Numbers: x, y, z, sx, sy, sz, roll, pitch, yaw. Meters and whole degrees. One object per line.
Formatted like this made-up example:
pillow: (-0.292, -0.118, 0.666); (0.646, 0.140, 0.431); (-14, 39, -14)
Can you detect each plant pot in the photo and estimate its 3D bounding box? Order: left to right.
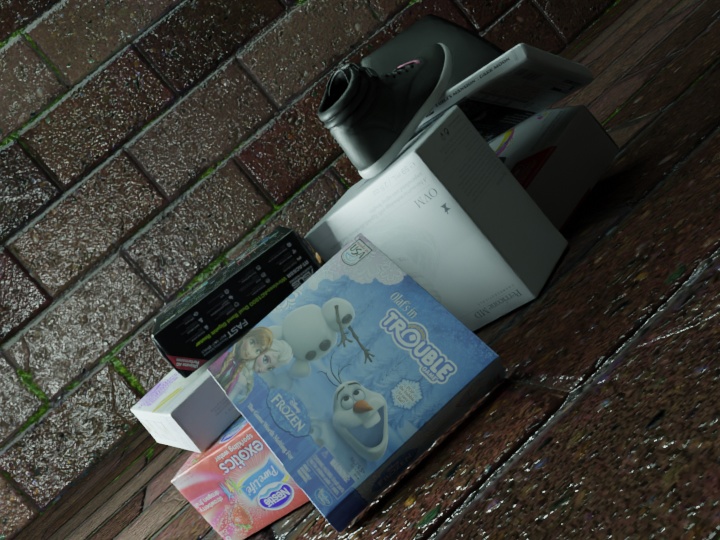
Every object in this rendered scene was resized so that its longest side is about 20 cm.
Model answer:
plant pot: (0.105, -0.243, 1.286); (0.199, 0.178, 0.200); (-35, -26, -2)

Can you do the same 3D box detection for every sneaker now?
sneaker: (0.027, -0.203, 0.963); (0.071, 0.099, 0.200); (-12, 40, 53)

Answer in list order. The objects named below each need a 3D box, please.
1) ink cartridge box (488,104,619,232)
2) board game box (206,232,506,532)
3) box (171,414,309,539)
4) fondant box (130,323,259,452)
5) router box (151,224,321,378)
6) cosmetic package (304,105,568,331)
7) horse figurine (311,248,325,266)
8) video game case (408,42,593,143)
ink cartridge box: (0.203, -0.125, 1.138); (0.146, 0.083, 0.200); (-53, 24, -13)
board game box: (-0.009, 0.091, 0.805); (0.199, 0.200, 0.043); (-41, -37, -9)
box: (-0.086, 0.188, 0.928); (0.200, 0.103, 0.095); (-36, 9, 29)
fondant box: (-0.176, 0.133, 1.029); (0.144, 0.058, 0.200); (-44, 12, -24)
router box: (-0.146, 0.030, 1.038); (0.200, 0.062, 0.150); (-37, 11, -6)
cosmetic package: (0.082, -0.033, 0.994); (0.199, 0.200, 0.123); (-35, 11, 43)
horse figurine: (-0.054, -0.002, 1.183); (0.133, 0.050, 0.200); (-78, 15, -50)
video game case: (0.157, -0.196, 1.041); (0.181, 0.023, 0.200); (-29, -12, 32)
